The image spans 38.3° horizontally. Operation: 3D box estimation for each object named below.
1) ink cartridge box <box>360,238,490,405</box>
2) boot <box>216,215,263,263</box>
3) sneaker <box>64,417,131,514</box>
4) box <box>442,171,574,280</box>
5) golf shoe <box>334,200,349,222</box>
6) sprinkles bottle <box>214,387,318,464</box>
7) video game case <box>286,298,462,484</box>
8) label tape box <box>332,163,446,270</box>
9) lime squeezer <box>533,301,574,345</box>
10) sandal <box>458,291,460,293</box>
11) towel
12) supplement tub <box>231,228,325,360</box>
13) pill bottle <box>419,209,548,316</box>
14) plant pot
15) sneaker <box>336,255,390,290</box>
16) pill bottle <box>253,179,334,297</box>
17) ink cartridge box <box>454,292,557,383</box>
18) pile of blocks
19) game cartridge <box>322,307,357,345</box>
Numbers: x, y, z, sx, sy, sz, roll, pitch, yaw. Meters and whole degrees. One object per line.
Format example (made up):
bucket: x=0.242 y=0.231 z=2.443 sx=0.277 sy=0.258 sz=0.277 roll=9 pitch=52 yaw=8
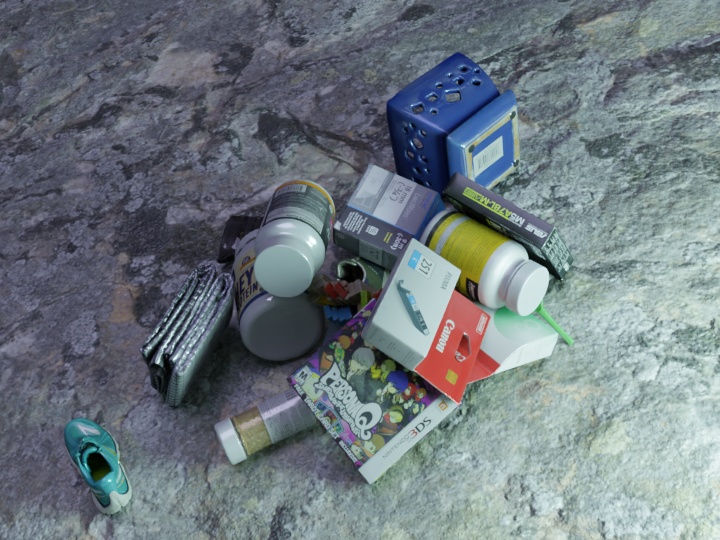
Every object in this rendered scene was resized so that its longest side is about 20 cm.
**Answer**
ink cartridge box: x=0.109 y=0.070 z=1.515 sx=0.175 sy=0.045 sz=0.201 roll=34 pitch=43 yaw=-5
boot: x=-0.174 y=-0.092 z=1.955 sx=0.171 sy=0.070 sz=0.202 roll=4 pitch=49 yaw=21
sneaker: x=-0.416 y=0.291 z=1.629 sx=0.077 sy=0.080 sz=0.200 roll=-32 pitch=44 yaw=-16
box: x=0.242 y=-0.070 z=1.675 sx=0.192 sy=0.200 sz=0.048 roll=35 pitch=89 yaw=24
golf shoe: x=0.052 y=-0.078 z=1.857 sx=0.196 sy=0.097 sz=0.080 roll=9 pitch=79 yaw=18
sprinkles bottle: x=-0.125 y=0.228 z=1.606 sx=0.197 sy=0.069 sz=0.069 roll=-25 pitch=43 yaw=-8
video game case: x=0.019 y=0.176 z=1.516 sx=0.181 sy=0.036 sz=0.201 roll=-41 pitch=81 yaw=5
label tape box: x=0.072 y=-0.075 z=1.740 sx=0.197 sy=0.064 sz=0.146 roll=24 pitch=64 yaw=12
lime squeezer: x=0.275 y=0.044 z=1.671 sx=0.037 sy=0.071 sz=0.201 roll=-36 pitch=42 yaw=8
sandal: x=0.149 y=0.021 z=1.755 sx=0.197 sy=0.048 sz=0.076 roll=-20 pitch=42 yaw=17
towel: x=-0.283 y=0.104 z=1.702 sx=0.085 sy=0.166 sz=0.202 roll=28 pitch=63 yaw=2
supplement tub: x=-0.143 y=0.036 z=1.756 sx=0.142 sy=0.146 sz=0.202 roll=-17 pitch=42 yaw=0
pill bottle: x=0.195 y=-0.009 z=1.632 sx=0.199 sy=0.112 sz=0.111 roll=30 pitch=59 yaw=35
plant pot: x=0.183 y=-0.247 z=1.910 sx=0.199 sy=0.202 sz=0.179 roll=-37 pitch=52 yaw=-22
sneaker: x=0.000 y=0.000 z=1.761 sx=0.067 sy=0.089 sz=0.202 roll=-45 pitch=27 yaw=25
pill bottle: x=-0.108 y=-0.052 z=1.660 sx=0.114 sy=0.118 sz=0.201 roll=-6 pitch=32 yaw=12
ink cartridge box: x=0.181 y=0.095 z=1.602 sx=0.197 sy=0.051 sz=0.161 roll=-10 pitch=34 yaw=-36
pile of blocks: x=-0.017 y=0.051 z=1.592 sx=0.197 sy=0.062 sz=0.084 roll=5 pitch=71 yaw=40
game cartridge: x=0.017 y=0.131 z=1.621 sx=0.040 sy=0.135 sz=0.199 roll=7 pitch=22 yaw=-42
